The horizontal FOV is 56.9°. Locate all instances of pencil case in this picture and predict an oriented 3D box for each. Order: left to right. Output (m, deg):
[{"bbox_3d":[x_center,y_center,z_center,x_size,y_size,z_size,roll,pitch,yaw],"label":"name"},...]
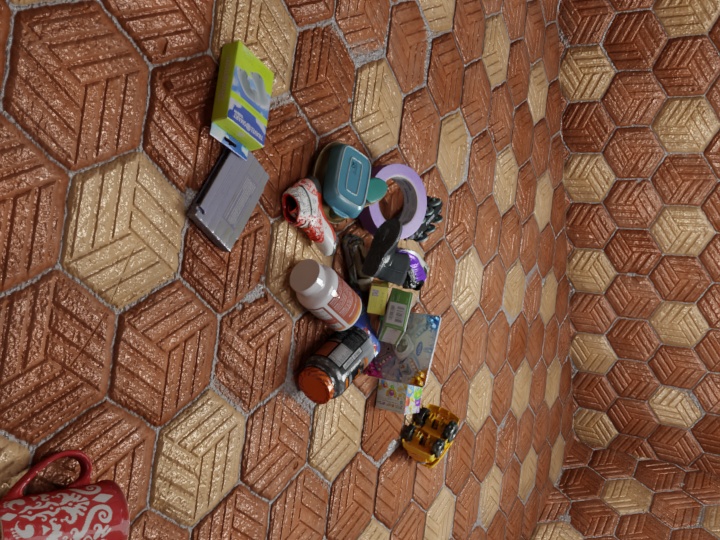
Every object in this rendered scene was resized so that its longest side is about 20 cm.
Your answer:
[{"bbox_3d":[-0.008,0.145,1.771,0.077,0.087,0.202,-26,123,-11],"label":"pencil case"}]

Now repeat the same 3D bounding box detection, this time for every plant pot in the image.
[{"bbox_3d":[-0.067,-0.220,1.666,0.199,0.027,0.204,-15,108,-56],"label":"plant pot"}]

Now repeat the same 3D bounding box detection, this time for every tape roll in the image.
[{"bbox_3d":[0.086,-0.187,1.808,0.197,0.065,0.204,-1,93,-34],"label":"tape roll"}]

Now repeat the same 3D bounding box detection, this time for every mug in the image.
[{"bbox_3d":[-0.495,0.392,1.045,0.199,0.178,0.134,13,121,-53],"label":"mug"}]

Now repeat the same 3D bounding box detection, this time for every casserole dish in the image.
[{"bbox_3d":[-0.026,-0.223,1.611,0.120,0.039,0.203,29,56,-32],"label":"casserole dish"}]

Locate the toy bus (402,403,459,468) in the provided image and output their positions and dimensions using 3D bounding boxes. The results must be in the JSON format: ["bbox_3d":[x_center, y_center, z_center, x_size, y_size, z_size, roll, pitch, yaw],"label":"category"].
[{"bbox_3d":[0.223,0.572,2.172,0.200,0.134,0.195,-40,143,-45],"label":"toy bus"}]

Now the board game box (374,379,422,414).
[{"bbox_3d":[0.124,0.314,1.977,0.102,0.103,0.204,12,86,-57],"label":"board game box"}]

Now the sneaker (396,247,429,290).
[{"bbox_3d":[0.147,0.004,1.996,0.200,0.069,0.101,39,65,-52],"label":"sneaker"}]

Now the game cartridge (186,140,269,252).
[{"bbox_3d":[-0.267,-0.154,1.362,0.202,0.038,0.130,-66,147,-26],"label":"game cartridge"}]

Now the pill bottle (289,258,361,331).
[{"bbox_3d":[-0.085,0.057,1.604,0.200,0.111,0.114,47,56,-50],"label":"pill bottle"}]

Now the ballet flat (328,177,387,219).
[{"bbox_3d":[-0.010,-0.183,1.680,0.199,0.063,0.069,-33,97,-43],"label":"ballet flat"}]

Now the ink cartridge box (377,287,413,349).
[{"bbox_3d":[0.089,0.132,1.766,0.200,0.058,0.105,102,3,-69],"label":"ink cartridge box"}]

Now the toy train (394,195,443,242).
[{"bbox_3d":[0.167,-0.155,1.962,0.200,0.112,0.086,-48,136,-41],"label":"toy train"}]

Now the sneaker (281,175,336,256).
[{"bbox_3d":[-0.125,-0.110,1.560,0.108,0.066,0.204,-39,123,-46],"label":"sneaker"}]

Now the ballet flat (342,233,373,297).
[{"bbox_3d":[0.000,0.000,1.768,0.072,0.071,0.203,-40,128,-47],"label":"ballet flat"}]

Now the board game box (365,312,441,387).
[{"bbox_3d":[0.116,0.211,1.860,0.026,0.198,0.203,31,69,-50],"label":"board game box"}]

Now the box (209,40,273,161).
[{"bbox_3d":[-0.237,-0.340,1.334,0.122,0.047,0.203,33,56,-54],"label":"box"}]

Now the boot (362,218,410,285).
[{"bbox_3d":[0.092,-0.045,1.768,0.166,0.065,0.199,-59,152,7],"label":"boot"}]

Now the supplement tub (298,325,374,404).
[{"bbox_3d":[-0.061,0.235,1.662,0.200,0.121,0.124,-41,128,-45],"label":"supplement tub"}]

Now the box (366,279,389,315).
[{"bbox_3d":[0.048,0.069,1.780,0.200,0.049,0.077,-58,158,-85],"label":"box"}]
